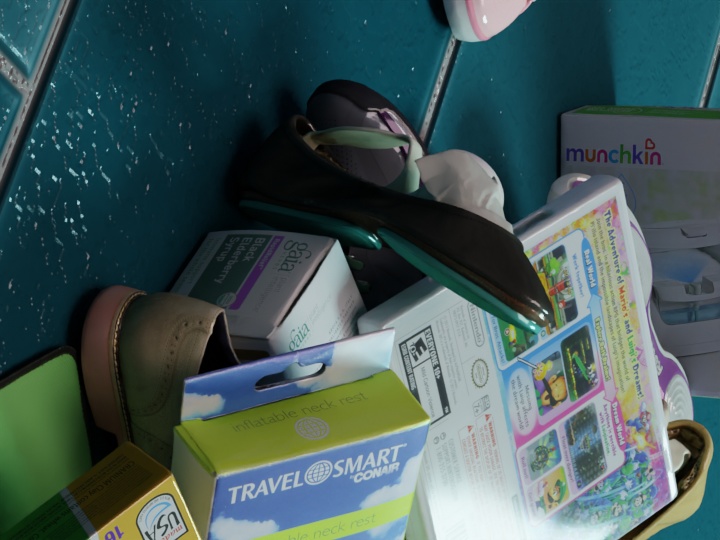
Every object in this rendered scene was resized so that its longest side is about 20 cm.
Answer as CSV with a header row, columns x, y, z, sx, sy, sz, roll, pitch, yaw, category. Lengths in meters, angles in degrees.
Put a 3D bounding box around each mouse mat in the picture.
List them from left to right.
x,y,z,sx,sy,sz,roll,pitch,yaw,category
-0.163,0.150,1.329,0.161,0.008,0.201,-32,119,-55,mouse mat

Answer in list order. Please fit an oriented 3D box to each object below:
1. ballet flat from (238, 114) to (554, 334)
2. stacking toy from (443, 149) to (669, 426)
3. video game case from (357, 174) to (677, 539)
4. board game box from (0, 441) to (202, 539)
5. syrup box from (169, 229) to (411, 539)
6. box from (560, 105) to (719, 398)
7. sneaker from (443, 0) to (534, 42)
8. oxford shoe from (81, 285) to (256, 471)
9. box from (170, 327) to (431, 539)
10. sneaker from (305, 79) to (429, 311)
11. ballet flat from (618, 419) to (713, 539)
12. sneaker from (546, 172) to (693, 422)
x,y,z,sx,sy,sz,roll,pitch,yaw,category
0.022,-0.033,1.436,0.069,0.200,0.068,-63,147,-6,ballet flat
0.082,0.026,1.649,0.146,0.146,0.201,-31,104,-55,stacking toy
0.087,0.075,1.522,0.182,0.024,0.201,-31,120,-34,video game case
-0.120,0.200,1.305,0.153,0.040,0.200,-38,129,-21,board game box
-0.031,0.079,1.476,0.079,0.081,0.200,-58,138,-39,syrup box
0.233,-0.013,1.806,0.097,0.199,0.177,-12,105,-59,box
0.123,-0.214,1.688,0.201,0.104,0.075,-62,144,-34,sneaker
-0.076,0.098,1.405,0.071,0.074,0.200,-61,143,-44,oxford shoe
-0.037,0.129,1.390,0.122,0.048,0.201,-13,133,-29,box
0.000,0.000,1.533,0.088,0.074,0.201,-46,133,-41,sneaker
0.133,0.140,1.661,0.200,0.069,0.063,-32,156,-41,ballet flat
0.133,0.034,1.742,0.075,0.099,0.201,-47,128,-44,sneaker
